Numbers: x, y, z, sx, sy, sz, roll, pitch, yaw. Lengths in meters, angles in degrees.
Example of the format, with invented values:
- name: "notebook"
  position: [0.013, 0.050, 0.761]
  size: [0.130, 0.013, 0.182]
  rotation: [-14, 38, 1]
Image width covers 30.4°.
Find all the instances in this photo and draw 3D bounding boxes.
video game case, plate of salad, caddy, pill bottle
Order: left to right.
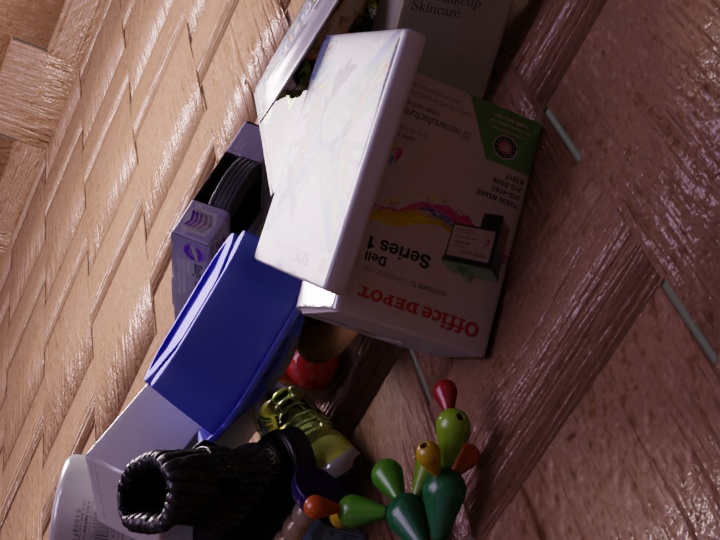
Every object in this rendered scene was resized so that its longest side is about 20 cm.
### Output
- name: "pill bottle"
  position: [-0.211, 0.259, 1.359]
  size: [0.114, 0.197, 0.116]
  rotation: [-171, 90, -87]
- name: "caddy"
  position: [-0.108, 0.060, 1.198]
  size: [0.201, 0.104, 0.141]
  rotation: [-60, 13, -7]
- name: "plate of salad"
  position: [-0.033, -0.215, 1.220]
  size: [0.201, 0.048, 0.200]
  rotation: [-57, 8, 13]
- name: "video game case"
  position: [-0.022, -0.091, 1.054]
  size: [0.182, 0.022, 0.202]
  rotation: [20, 92, 67]

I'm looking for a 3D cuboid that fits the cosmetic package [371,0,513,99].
- name: "cosmetic package"
  position: [0.075, -0.238, 1.157]
  size: [0.073, 0.102, 0.202]
  rotation: [-108, 28, -53]

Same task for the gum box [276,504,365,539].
- name: "gum box"
  position: [-0.074, 0.309, 1.234]
  size: [0.170, 0.044, 0.202]
  rotation: [21, 92, 66]

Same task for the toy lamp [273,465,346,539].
- name: "toy lamp"
  position: [-0.079, 0.261, 1.157]
  size: [0.201, 0.058, 0.058]
  rotation: [-58, 27, 27]

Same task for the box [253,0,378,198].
- name: "box"
  position: [-0.040, -0.198, 1.346]
  size: [0.201, 0.047, 0.194]
  rotation: [-55, 28, 31]

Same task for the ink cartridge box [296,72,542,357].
- name: "ink cartridge box"
  position: [0.048, -0.043, 1.076]
  size: [0.084, 0.143, 0.203]
  rotation: [-1, 73, 65]

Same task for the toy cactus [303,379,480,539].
- name: "toy cactus"
  position: [0.039, 0.199, 1.017]
  size: [0.201, 0.102, 0.166]
  rotation: [-54, 38, 20]

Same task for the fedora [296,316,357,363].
- name: "fedora"
  position: [0.000, 0.000, 1.236]
  size: [0.200, 0.081, 0.203]
  rotation: [-42, 39, 47]

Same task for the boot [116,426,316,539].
- name: "boot"
  position: [-0.147, 0.213, 1.178]
  size: [0.080, 0.156, 0.212]
  rotation: [58, 137, 27]

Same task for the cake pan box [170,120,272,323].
- name: "cake pan box"
  position: [-0.147, -0.037, 1.459]
  size: [0.201, 0.052, 0.185]
  rotation: [97, -165, -48]

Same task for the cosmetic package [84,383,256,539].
- name: "cosmetic package"
  position: [-0.173, 0.160, 1.300]
  size: [0.200, 0.084, 0.108]
  rotation: [-50, -27, -40]

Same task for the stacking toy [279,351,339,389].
- name: "stacking toy"
  position: [-0.083, 0.088, 1.378]
  size: [0.199, 0.085, 0.086]
  rotation: [13, 86, 62]

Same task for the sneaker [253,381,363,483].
- name: "sneaker"
  position: [-0.062, 0.155, 1.246]
  size: [0.075, 0.077, 0.200]
  rotation: [-30, 18, -18]
